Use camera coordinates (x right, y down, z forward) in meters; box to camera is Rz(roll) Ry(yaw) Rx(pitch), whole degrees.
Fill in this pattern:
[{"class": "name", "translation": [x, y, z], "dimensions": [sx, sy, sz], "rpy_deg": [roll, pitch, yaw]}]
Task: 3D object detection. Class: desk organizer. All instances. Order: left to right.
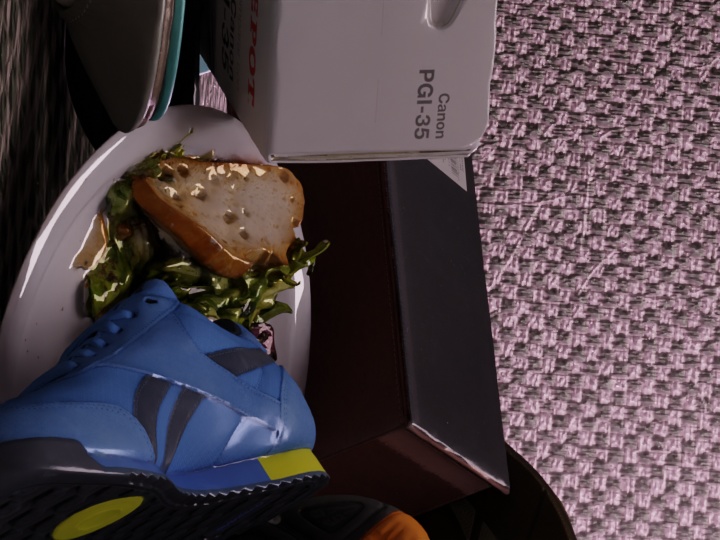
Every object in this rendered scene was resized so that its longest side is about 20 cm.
[{"class": "desk organizer", "translation": [0.000, 0.000, 1.196], "dimensions": [0.072, 0.077, 0.201], "rpy_deg": [35, 41, -46]}]

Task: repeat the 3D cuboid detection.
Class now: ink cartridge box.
[{"class": "ink cartridge box", "translation": [-0.017, -0.144, 1.089], "dimensions": [0.200, 0.082, 0.147], "rpy_deg": [-123, -147, -60]}]

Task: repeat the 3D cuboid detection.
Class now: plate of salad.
[{"class": "plate of salad", "translation": [-0.063, 0.043, 1.042], "dimensions": [0.200, 0.048, 0.201], "rpy_deg": [-28, 123, -55]}]

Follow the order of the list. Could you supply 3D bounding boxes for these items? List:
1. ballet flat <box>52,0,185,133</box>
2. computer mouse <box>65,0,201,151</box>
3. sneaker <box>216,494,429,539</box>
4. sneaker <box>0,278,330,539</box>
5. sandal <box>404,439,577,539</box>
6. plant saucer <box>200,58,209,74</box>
[{"class": "ballet flat", "translation": [-0.080, -0.143, 0.897], "dimensions": [0.067, 0.063, 0.201], "rpy_deg": [-142, -122, -66]}, {"class": "computer mouse", "translation": [-0.091, -0.129, 1.117], "dimensions": [0.141, 0.046, 0.201], "rpy_deg": [-114, -154, -54]}, {"class": "sneaker", "translation": [-0.046, 0.159, 1.033], "dimensions": [0.200, 0.076, 0.092], "rpy_deg": [-45, 154, 5]}, {"class": "sneaker", "translation": [-0.080, 0.045, 0.923], "dimensions": [0.200, 0.066, 0.079], "rpy_deg": [2, 62, -64]}, {"class": "sandal", "translation": [0.033, 0.098, 1.204], "dimensions": [0.055, 0.082, 0.200], "rpy_deg": [39, 5, -47]}, {"class": "plant saucer", "translation": [-0.036, -0.178, 1.465], "dimensions": [0.200, 0.027, 0.200], "rpy_deg": [-43, 167, -12]}]
